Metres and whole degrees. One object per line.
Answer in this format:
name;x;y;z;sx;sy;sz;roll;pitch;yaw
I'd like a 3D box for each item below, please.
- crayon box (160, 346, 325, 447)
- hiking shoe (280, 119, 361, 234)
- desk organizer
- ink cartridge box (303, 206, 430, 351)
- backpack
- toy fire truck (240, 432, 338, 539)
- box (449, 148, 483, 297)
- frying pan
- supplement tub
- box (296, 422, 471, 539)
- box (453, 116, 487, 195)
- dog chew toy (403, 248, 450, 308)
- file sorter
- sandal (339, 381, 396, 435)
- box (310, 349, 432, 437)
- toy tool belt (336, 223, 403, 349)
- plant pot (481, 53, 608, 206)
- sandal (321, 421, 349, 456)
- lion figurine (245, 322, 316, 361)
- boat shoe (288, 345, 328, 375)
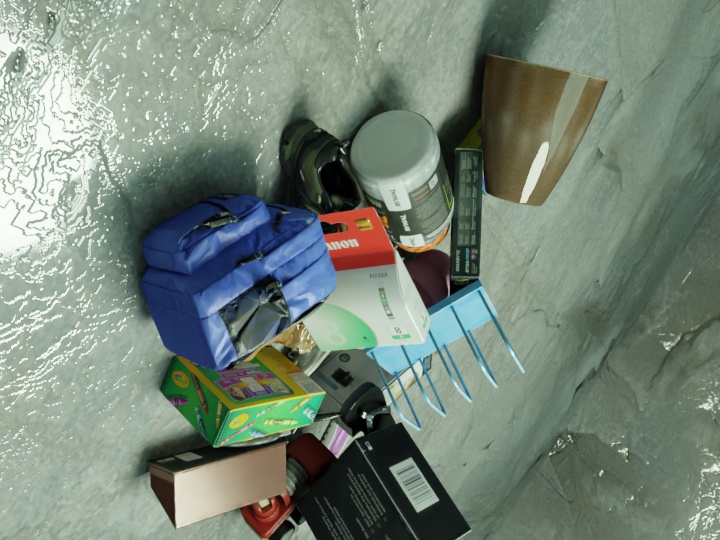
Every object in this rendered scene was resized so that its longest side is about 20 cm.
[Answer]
crayon box;-0.154;0.164;1.056;0.198;0.118;0.059;1;119;-55
hiking shoe;-0.047;-0.080;0.975;0.075;0.100;0.203;-31;133;-32
desk organizer;-0.199;0.295;1.113;0.198;0.071;0.079;-4;95;-46
ink cartridge box;-0.017;0.019;0.991;0.201;0.158;0.051;60;35;-38
backpack;-0.129;-0.004;0.884;0.198;0.161;0.171;-29;119;-32
toy fire truck;-0.130;0.328;1.272;0.176;0.128;0.201;-42;157;-22
box;0.164;-0.066;1.226;0.159;0.045;0.204;69;24;-75
frying pan;-0.133;0.232;1.147;0.187;0.114;0.032;-1;85;-36
supplement tub;0.065;-0.117;1.098;0.123;0.122;0.201;-48;149;-13
box;0.031;0.379;1.202;0.116;0.198;0.201;-8;145;-47
box;0.245;-0.238;1.319;0.201;0.048;0.117;-54;150;-6
dog chew toy;0.089;0.039;1.296;0.200;0.123;0.126;-46;150;-32
file sorter;0.130;0.135;1.175;0.198;0.124;0.139;-30;152;8
sandal;0.024;0.234;1.232;0.076;0.043;0.201;-50;147;-10
box;0.016;0.171;1.315;0.199;0.116;0.061;-34;142;-30
toy tool belt;0.000;0.000;1.122;0.123;0.203;0.123;-20;-171;25
plant pot;0.259;-0.208;1.191;0.185;0.185;0.204;-10;116;-51
sandal;-0.010;0.266;1.431;0.082;0.049;0.206;-5;123;-54
lion figurine;-0.129;0.079;1.064;0.198;0.072;0.124;-17;131;-39
boat shoe;-0.068;0.106;1.202;0.200;0.057;0.067;-45;-176;-11
